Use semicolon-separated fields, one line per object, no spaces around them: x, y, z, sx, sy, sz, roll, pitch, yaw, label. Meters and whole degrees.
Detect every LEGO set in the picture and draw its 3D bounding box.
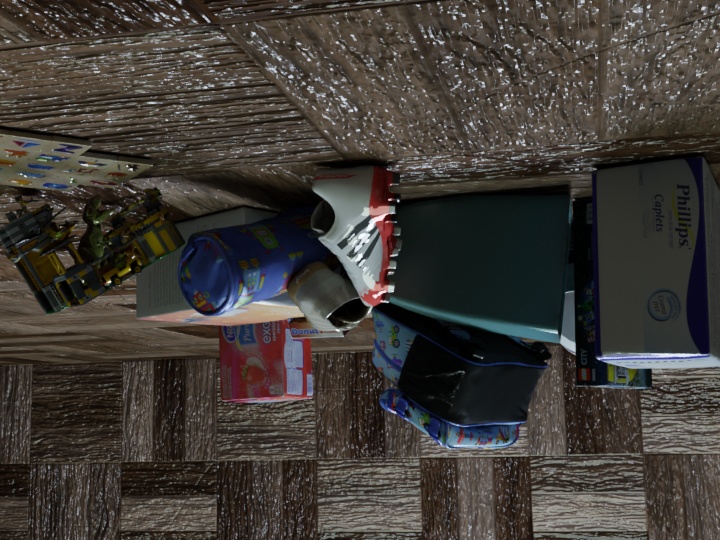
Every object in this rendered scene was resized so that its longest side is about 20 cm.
-0.271;-0.040;1.009;0.154;0.116;0.200;-33;-169;-18;LEGO set

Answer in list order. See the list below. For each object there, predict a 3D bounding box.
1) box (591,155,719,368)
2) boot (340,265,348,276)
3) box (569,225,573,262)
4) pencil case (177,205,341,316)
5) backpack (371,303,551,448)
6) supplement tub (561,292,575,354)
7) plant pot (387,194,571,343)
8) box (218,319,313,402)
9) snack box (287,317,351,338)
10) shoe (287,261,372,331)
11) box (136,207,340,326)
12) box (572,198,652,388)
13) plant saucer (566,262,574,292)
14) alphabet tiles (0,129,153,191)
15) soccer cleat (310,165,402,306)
0.299;0.001;1.025;0.105;0.184;0.200;-3;171;23;box
0.000;0.000;1.256;0.097;0.075;0.200;-22;-172;-39;boot
0.206;-0.025;1.327;0.143;0.036;0.200;3;171;-27;box
-0.098;-0.017;1.047;0.078;0.087;0.200;-47;166;33;pencil case
0.097;0.114;1.253;0.200;0.135;0.183;27;-167;40;backpack
0.351;0.061;1.565;0.140;0.140;0.200;-3;171;14;supplement tub
0.121;-0.005;1.123;0.200;0.141;0.141;4;173;13;plant pot
-0.128;0.075;1.387;0.095;0.200;0.100;-6;170;19;box
-0.017;0.038;1.318;0.072;0.024;0.200;-3;-162;24;snack box
-0.025;0.041;1.109;0.053;0.070;0.200;42;-178;17;shoe
-0.145;0.002;1.218;0.200;0.106;0.152;-10;168;43;box
0.279;0.030;1.145;0.038;0.200;0.137;-5;171;34;box
0.281;0.006;1.313;0.200;0.036;0.200;-11;177;-1;plant saucer
-0.291;-0.094;0.895;0.200;0.008;0.167;4;170;-33;alphabet tiles
-0.005;-0.033;1.010;0.085;0.069;0.200;7;148;6;soccer cleat
